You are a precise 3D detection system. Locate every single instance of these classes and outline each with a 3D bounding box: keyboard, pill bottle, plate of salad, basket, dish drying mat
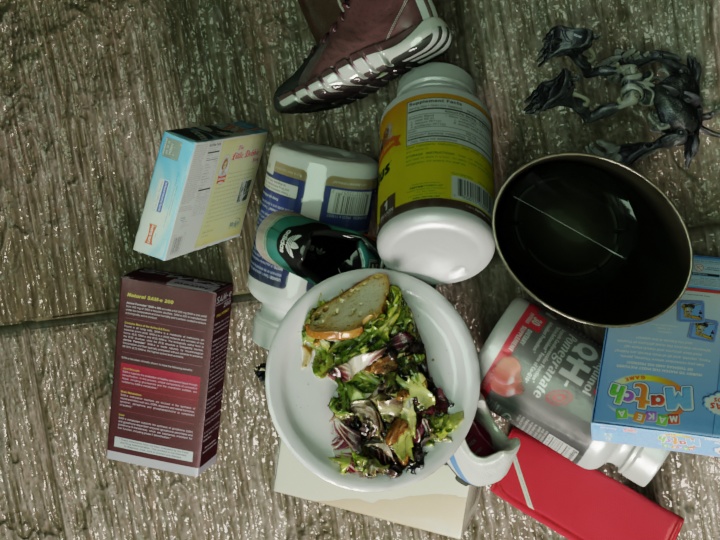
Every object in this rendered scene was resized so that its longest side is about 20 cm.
[{"bbox_3d":[-0.050,0.119,1.396,0.127,0.200,0.021,24,86,-8],"label":"keyboard"},{"bbox_3d":[0.207,0.121,1.382,0.199,0.111,0.111,31,105,8],"label":"pill bottle"},{"bbox_3d":[0.015,0.097,1.285,0.199,0.048,0.201,1,85,-13],"label":"plate of salad"},{"bbox_3d":[0.071,-0.095,1.343,0.109,0.109,0.201,-9,54,16],"label":"pill bottle"},{"bbox_3d":[0.193,-0.037,1.303,0.180,0.200,0.136,28,95,-5],"label":"basket"},{"bbox_3d":[0.216,0.229,1.402,0.200,0.018,0.077,28,103,36],"label":"dish drying mat"},{"bbox_3d":[-0.052,-0.021,1.430,0.110,0.111,0.201,14,102,13],"label":"pill bottle"}]

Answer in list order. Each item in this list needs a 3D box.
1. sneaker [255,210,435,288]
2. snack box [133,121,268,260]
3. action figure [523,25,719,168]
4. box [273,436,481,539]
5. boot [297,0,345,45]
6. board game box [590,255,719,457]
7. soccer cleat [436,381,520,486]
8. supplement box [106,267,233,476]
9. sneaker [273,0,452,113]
[{"bbox_3d":[0.000,0.000,1.350,0.199,0.080,0.072,16,97,-33],"label":"sneaker"},{"bbox_3d":[-0.152,-0.082,1.400,0.037,0.200,0.117,20,103,12],"label":"snack box"},{"bbox_3d":[0.248,-0.158,1.333,0.199,0.102,0.119,17,72,-26],"label":"action figure"},{"bbox_3d":[0.022,0.198,1.454,0.199,0.095,0.078,13,104,14],"label":"box"},{"bbox_3d":[-0.078,-0.290,1.424,0.186,0.064,0.201,-30,95,20],"label":"boot"},{"bbox_3d":[0.300,0.073,1.320,0.150,0.201,0.037,6,143,14],"label":"board game box"},{"bbox_3d":[0.072,0.116,1.359,0.200,0.070,0.086,45,142,7],"label":"soccer cleat"},{"bbox_3d":[-0.202,0.106,1.517,0.108,0.061,0.201,10,102,13],"label":"supplement box"},{"bbox_3d":[-0.010,-0.230,1.371,0.199,0.076,0.116,-21,81,30],"label":"sneaker"}]
